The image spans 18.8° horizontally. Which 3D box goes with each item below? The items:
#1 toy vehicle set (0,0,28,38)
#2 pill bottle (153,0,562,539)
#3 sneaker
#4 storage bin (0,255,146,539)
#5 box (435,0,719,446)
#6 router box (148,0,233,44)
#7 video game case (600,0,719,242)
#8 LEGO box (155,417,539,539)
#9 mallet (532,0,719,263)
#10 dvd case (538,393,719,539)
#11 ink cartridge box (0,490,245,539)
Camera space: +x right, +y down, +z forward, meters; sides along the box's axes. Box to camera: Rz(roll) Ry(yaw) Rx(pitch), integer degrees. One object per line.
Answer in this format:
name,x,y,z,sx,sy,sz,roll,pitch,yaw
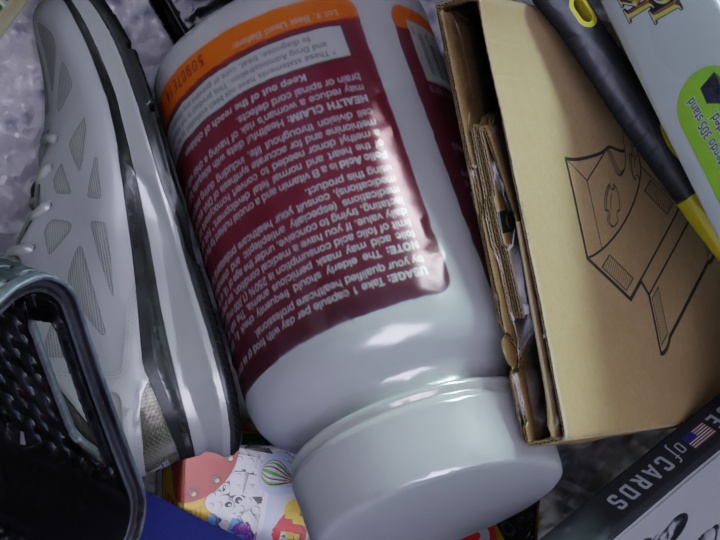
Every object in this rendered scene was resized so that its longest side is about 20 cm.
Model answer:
toy vehicle set,-0.194,-0.107,0.798,0.124,0.027,0.200,37,51,-13
pill bottle,0.000,0.000,0.823,0.114,0.114,0.200,-14,68,-9
sneaker,-0.124,-0.011,0.833,0.115,0.076,0.201,-16,72,-6
storage bin,-0.175,0.090,0.692,0.200,0.094,0.135,-46,141,-33
box,0.101,-0.019,0.840,0.021,0.200,0.164,-16,82,32
router box,-0.053,-0.205,0.861,0.149,0.051,0.200,-31,101,-8
video game case,0.177,-0.062,0.828,0.200,0.182,0.045,16,134,-44
LEGO box,-0.011,0.163,0.899,0.149,0.077,0.201,1,96,-12
mallet,0.133,-0.027,0.807,0.066,0.041,0.200,-29,91,-34
dvd case,0.120,0.121,0.856,0.200,0.025,0.151,-34,143,-32
ink cartridge box,-0.103,0.151,0.762,0.196,0.043,0.200,23,54,20
